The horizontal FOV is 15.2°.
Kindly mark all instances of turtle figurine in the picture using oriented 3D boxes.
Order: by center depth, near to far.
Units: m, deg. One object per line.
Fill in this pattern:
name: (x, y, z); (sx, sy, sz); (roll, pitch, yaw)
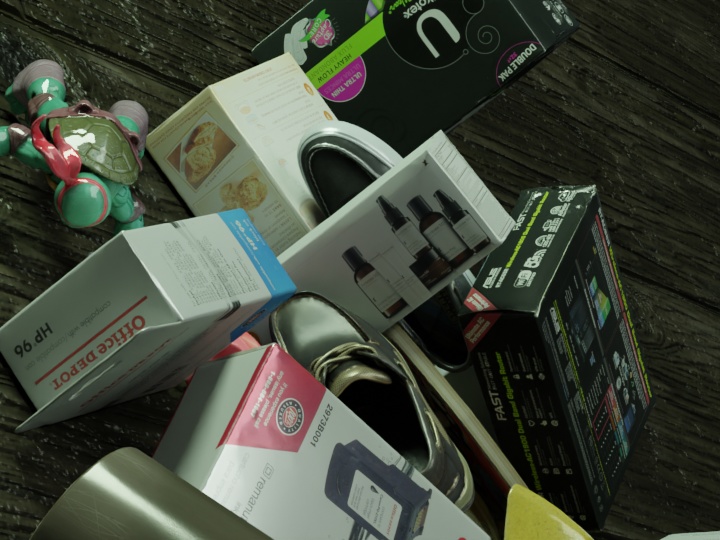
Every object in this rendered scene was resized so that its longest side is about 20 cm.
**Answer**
turtle figurine: (-0.180, -0.059, 1.694); (0.150, 0.101, 0.200); (44, 20, -21)

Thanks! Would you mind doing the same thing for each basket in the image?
basket: (-0.077, 0.196, 1.425); (0.200, 0.136, 0.181); (35, -21, 17)

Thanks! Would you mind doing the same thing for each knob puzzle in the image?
knob puzzle: (0.060, 0.116, 1.861); (0.220, 0.030, 0.220); (52, -7, 9)

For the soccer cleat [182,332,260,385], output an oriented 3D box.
soccer cleat: (-0.045, 0.121, 1.735); (0.200, 0.067, 0.076); (56, 19, 13)

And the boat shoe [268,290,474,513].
boat shoe: (0.005, 0.076, 1.723); (0.200, 0.074, 0.073); (48, -13, 33)

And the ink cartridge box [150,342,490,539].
ink cartridge box: (-0.034, 0.164, 1.601); (0.200, 0.084, 0.145); (42, 55, -24)

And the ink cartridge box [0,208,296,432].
ink cartridge box: (-0.137, 0.028, 1.620); (0.068, 0.116, 0.200); (56, 23, 8)

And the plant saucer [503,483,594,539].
plant saucer: (0.148, 0.265, 1.771); (0.200, 0.048, 0.201); (46, 44, -51)

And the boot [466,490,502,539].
boot: (0.046, 0.213, 1.771); (0.200, 0.073, 0.155); (54, 24, -5)

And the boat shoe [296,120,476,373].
boat shoe: (0.021, -0.012, 1.863); (0.201, 0.070, 0.066); (57, 22, -13)

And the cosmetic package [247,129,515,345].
cosmetic package: (0.000, 0.000, 1.809); (0.083, 0.200, 0.051); (51, 23, -4)

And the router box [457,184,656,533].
router box: (0.142, 0.063, 1.915); (0.150, 0.062, 0.201); (-59, 139, -47)

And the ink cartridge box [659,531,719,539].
ink cartridge box: (0.210, 0.257, 1.749); (0.200, 0.083, 0.146); (-12, 96, -65)

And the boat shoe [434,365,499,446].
boat shoe: (0.112, 0.100, 2.034); (0.200, 0.070, 0.066); (31, 23, -42)

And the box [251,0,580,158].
box: (0.044, -0.183, 2.143); (0.149, 0.200, 0.124); (53, 22, 0)

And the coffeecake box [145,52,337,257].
coffeecake box: (-0.046, -0.046, 1.945); (0.200, 0.073, 0.153); (54, 24, 1)
